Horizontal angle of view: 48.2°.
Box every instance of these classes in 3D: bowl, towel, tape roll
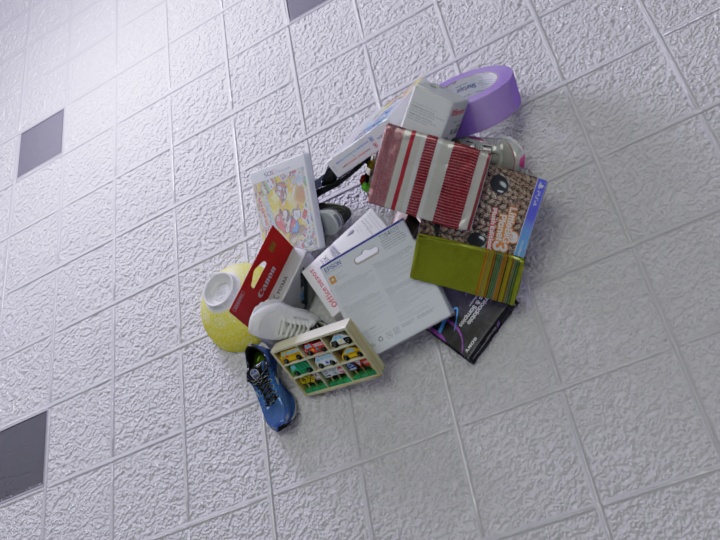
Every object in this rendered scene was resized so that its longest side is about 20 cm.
[{"bbox_3d":[-0.278,0.062,1.741,0.196,0.108,0.204,-14,58,24],"label":"bowl"},{"bbox_3d":[0.120,-0.164,1.426,0.196,0.023,0.147,17,98,10],"label":"towel"},{"bbox_3d":[0.188,-0.002,1.432,0.196,0.018,0.088,14,106,12],"label":"towel"},{"bbox_3d":[0.223,-0.343,1.635,0.196,0.067,0.201,-19,27,10],"label":"tape roll"}]

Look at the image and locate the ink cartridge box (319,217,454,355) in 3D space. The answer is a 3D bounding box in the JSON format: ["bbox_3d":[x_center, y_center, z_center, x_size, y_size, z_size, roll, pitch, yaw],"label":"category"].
[{"bbox_3d":[0.048,0.037,1.510,0.197,0.041,0.203,-28,84,17],"label":"ink cartridge box"}]

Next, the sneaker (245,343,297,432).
[{"bbox_3d":[-0.191,0.231,1.609,0.078,0.089,0.202,-36,52,9],"label":"sneaker"}]

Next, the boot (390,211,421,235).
[{"bbox_3d":[0.165,-0.133,1.618,0.197,0.077,0.157,11,66,42],"label":"boot"}]

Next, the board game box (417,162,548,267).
[{"bbox_3d":[0.223,-0.114,1.469,0.196,0.097,0.163,18,98,10],"label":"board game box"}]

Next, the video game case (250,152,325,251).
[{"bbox_3d":[-0.160,-0.133,1.745,0.180,0.023,0.205,-12,88,42],"label":"video game case"}]

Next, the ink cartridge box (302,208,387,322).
[{"bbox_3d":[0.000,0.000,1.626,0.199,0.083,0.147,-42,52,3],"label":"ink cartridge box"}]

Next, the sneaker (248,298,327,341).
[{"bbox_3d":[-0.135,0.107,1.578,0.080,0.198,0.078,25,102,37],"label":"sneaker"}]

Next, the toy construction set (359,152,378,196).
[{"bbox_3d":[0.058,-0.228,1.702,0.131,0.091,0.203,-38,24,49],"label":"toy construction set"}]

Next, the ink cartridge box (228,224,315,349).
[{"bbox_3d":[-0.164,0.041,1.635,0.044,0.176,0.203,13,68,33],"label":"ink cartridge box"}]

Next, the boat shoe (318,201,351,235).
[{"bbox_3d":[-0.102,-0.114,1.766,0.197,0.072,0.064,5,34,41],"label":"boat shoe"}]

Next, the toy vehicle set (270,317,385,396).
[{"bbox_3d":[-0.063,0.167,1.521,0.197,0.125,0.027,-21,27,36],"label":"toy vehicle set"}]

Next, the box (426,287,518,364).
[{"bbox_3d":[0.180,0.064,1.517,0.199,0.036,0.144,35,86,37],"label":"box"}]

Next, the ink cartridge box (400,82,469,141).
[{"bbox_3d":[0.121,-0.238,1.505,0.082,0.145,0.204,24,110,12],"label":"ink cartridge box"}]

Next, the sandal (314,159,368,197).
[{"bbox_3d":[-0.059,-0.211,1.719,0.198,0.048,0.076,-30,25,28],"label":"sandal"}]

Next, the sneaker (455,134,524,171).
[{"bbox_3d":[0.232,-0.225,1.594,0.198,0.087,0.083,17,118,42],"label":"sneaker"}]

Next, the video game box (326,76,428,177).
[{"bbox_3d":[0.042,-0.287,1.602,0.181,0.047,0.201,-31,16,42],"label":"video game box"}]
